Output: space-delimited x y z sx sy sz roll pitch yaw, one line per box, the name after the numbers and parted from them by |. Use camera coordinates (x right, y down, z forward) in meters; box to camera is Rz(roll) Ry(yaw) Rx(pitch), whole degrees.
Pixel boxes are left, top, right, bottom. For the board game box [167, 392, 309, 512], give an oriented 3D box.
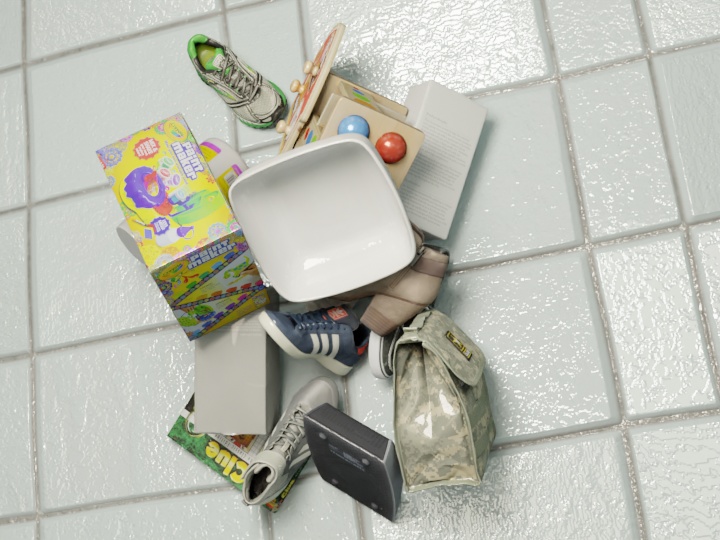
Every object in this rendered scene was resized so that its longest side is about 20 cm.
-0.173 0.246 1.476 0.200 0.023 0.105 30 88 21 | board game box

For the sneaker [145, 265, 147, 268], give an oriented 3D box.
-0.225 0.004 1.527 0.200 0.077 0.085 29 82 21 | sneaker

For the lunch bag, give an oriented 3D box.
0.101 0.153 1.310 0.117 0.164 0.201 -10 98 14 | lunch bag

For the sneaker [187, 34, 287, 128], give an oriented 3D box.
-0.197 -0.290 1.587 0.200 0.085 0.078 37 89 21 | sneaker

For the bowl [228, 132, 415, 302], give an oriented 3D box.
-0.043 -0.073 1.292 0.199 0.200 0.075 -18 28 14 | bowl

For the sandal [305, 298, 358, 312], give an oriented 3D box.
-0.005 -0.005 1.435 0.082 0.050 0.203 43 114 -8 | sandal

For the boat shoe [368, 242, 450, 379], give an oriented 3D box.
0.073 0.058 1.422 0.068 0.074 0.200 12 70 34 | boat shoe

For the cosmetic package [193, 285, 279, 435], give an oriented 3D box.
-0.169 0.122 1.422 0.106 0.090 0.201 2 94 9 | cosmetic package

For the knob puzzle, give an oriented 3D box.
-0.076 -0.268 1.463 0.030 0.220 0.220 24 83 -12 | knob puzzle

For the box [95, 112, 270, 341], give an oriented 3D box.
-0.222 -0.053 1.319 0.122 0.193 0.200 -26 61 -8 | box

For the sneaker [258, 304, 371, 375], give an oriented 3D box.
-0.055 0.075 1.387 0.085 0.200 0.075 -47 56 10 | sneaker

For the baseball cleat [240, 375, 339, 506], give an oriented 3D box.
-0.093 0.233 1.388 0.070 0.106 0.201 29 89 7 | baseball cleat

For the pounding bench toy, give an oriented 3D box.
-0.021 -0.135 1.386 0.124 0.156 0.201 21 109 -17 | pounding bench toy

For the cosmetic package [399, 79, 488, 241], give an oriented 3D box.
0.093 -0.152 1.447 0.101 0.071 0.201 23 81 -23 | cosmetic package

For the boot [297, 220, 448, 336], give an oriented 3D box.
0.013 -0.015 1.371 0.200 0.070 0.146 36 103 4 | boot

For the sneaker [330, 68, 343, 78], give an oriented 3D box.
-0.016 -0.212 1.515 0.079 0.078 0.200 -39 70 -2 | sneaker

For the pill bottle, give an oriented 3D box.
-0.258 -0.098 1.511 0.104 0.104 0.200 37 65 22 | pill bottle

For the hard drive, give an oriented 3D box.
-0.004 0.247 1.337 0.135 0.200 0.042 27 63 22 | hard drive
